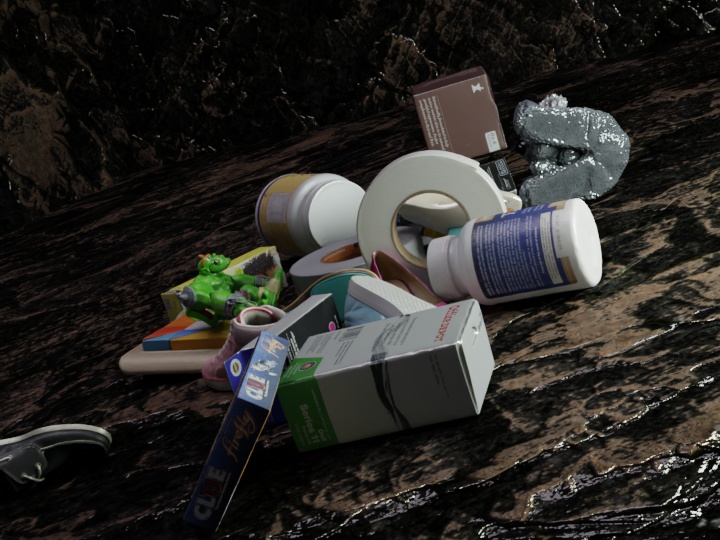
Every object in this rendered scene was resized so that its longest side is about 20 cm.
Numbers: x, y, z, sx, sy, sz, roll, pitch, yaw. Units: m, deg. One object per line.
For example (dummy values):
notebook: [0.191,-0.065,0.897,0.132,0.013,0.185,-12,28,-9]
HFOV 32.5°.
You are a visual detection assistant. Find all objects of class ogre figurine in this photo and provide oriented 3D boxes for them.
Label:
ogre figurine: [-0.178,0.034,1.698,0.120,0.098,0.200,11,30,3]

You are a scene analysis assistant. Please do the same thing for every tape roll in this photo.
tape roll: [0.095,-0.057,1.621,0.202,0.203,0.037,-14,13,13]
tape roll: [0.000,0.000,1.807,0.200,0.066,0.200,-16,13,4]

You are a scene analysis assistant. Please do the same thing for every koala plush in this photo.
koala plush: [0.324,-0.197,1.997,0.183,0.178,0.200,-7,12,-4]

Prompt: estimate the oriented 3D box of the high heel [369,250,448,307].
high heel: [0.066,0.029,1.539,0.067,0.096,0.200,-21,13,-13]

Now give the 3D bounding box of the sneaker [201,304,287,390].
sneaker: [-0.139,0.092,1.535,0.075,0.105,0.200,-30,17,-37]

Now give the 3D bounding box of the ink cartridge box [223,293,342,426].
ink cartridge box: [-0.078,0.106,1.414,0.037,0.095,0.200,-8,17,34]

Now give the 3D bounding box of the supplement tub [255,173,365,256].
supplement tub: [-0.079,-0.094,2.113,0.145,0.146,0.200,-24,15,-26]

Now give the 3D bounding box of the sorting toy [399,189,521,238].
sorting toy: [0.113,-0.087,1.769,0.180,0.107,0.200,11,10,-9]

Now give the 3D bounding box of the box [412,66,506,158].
box: [0.210,-0.333,2.659,0.164,0.166,0.200,-15,13,6]

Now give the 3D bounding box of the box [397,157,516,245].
box: [0.140,-0.100,1.937,0.200,0.060,0.117,-17,-19,-2]

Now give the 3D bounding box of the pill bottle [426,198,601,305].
pill bottle: [0.189,-0.018,1.533,0.200,0.111,0.111,-11,15,25]

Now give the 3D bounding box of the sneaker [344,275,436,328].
sneaker: [0.052,0.077,1.455,0.074,0.082,0.200,-1,22,-37]

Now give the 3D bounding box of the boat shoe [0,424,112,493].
boat shoe: [-0.384,0.228,1.426,0.200,0.072,0.068,-12,49,-3]

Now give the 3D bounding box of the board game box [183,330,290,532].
board game box: [-0.119,0.152,1.220,0.035,0.136,0.200,24,14,-4]

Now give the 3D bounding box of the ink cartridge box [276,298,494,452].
ink cartridge box: [0.031,0.108,1.292,0.200,0.083,0.147,-14,13,17]

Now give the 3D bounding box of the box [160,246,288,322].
box: [-0.211,0.030,1.940,0.200,0.075,0.050,-28,17,-35]

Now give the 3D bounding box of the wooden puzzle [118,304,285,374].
wooden puzzle: [-0.218,0.090,1.739,0.185,0.037,0.200,-3,18,20]

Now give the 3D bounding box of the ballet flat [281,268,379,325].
ballet flat: [-0.054,0.051,1.612,0.200,0.069,0.063,-27,-5,19]
